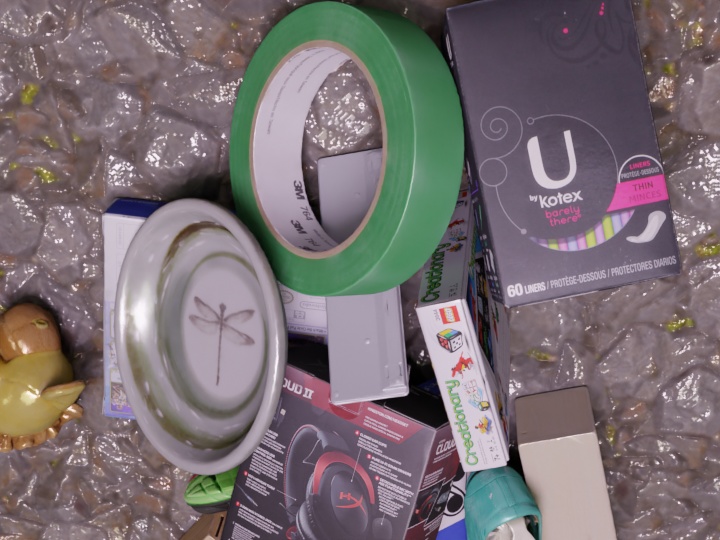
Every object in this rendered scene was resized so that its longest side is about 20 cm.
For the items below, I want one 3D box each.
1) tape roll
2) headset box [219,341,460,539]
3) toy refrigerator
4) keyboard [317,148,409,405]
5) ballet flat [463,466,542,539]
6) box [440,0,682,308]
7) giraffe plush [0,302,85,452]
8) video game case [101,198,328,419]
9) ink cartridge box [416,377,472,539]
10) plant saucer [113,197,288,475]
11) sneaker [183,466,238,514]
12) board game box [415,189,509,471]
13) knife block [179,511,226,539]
[{"bbox_3d":[-0.015,-0.083,0.797,0.048,0.200,0.201,-1,123,-41],"label":"tape roll"},{"bbox_3d":[-0.012,0.156,0.863,0.148,0.075,0.201,20,104,25],"label":"headset box"},{"bbox_3d":[0.176,0.206,0.961,0.070,0.076,0.201,-11,113,10],"label":"toy refrigerator"},{"bbox_3d":[0.000,0.000,0.846,0.056,0.201,0.011,-11,154,15],"label":"keyboard"},{"bbox_3d":[0.118,0.248,0.924,0.067,0.070,0.201,-16,123,-10],"label":"ballet flat"},{"bbox_3d":[0.132,-0.084,0.781,0.122,0.106,0.201,-12,90,2],"label":"box"},{"bbox_3d":[-0.306,0.082,0.923,0.161,0.173,0.201,2,105,-19],"label":"giraffe plush"},{"bbox_3d":[-0.108,0.042,0.932,0.199,0.045,0.182,7,113,2],"label":"video game case"},{"bbox_3d":[0.074,0.188,0.955,0.094,0.044,0.201,-22,117,-26],"label":"ink cartridge box"},{"bbox_3d":[-0.109,0.047,0.846,0.200,0.050,0.201,3,94,46],"label":"plant saucer"},{"bbox_3d":[-0.055,0.194,0.978,0.199,0.077,0.084,-4,109,8],"label":"sneaker"},{"bbox_3d":[0.079,0.035,0.827,0.034,0.200,0.127,-12,112,13],"label":"board game box"},{"bbox_3d":[-0.186,0.309,1.046,0.175,0.064,0.201,-3,113,6],"label":"knife block"}]
